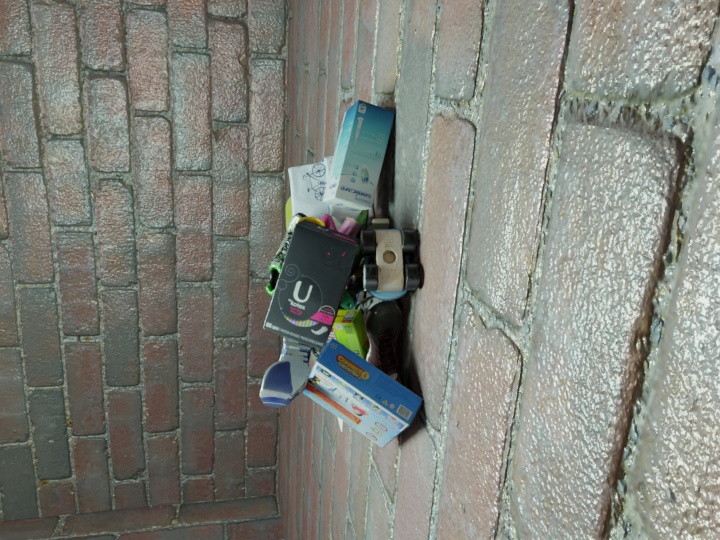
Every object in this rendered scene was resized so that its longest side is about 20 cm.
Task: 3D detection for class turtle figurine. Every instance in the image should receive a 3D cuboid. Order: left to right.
[{"bbox_3d":[0.000,0.000,1.307,0.150,0.100,0.201,-50,16,22],"label":"turtle figurine"}]

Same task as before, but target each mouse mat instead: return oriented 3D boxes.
[{"bbox_3d":[-0.027,-0.034,1.248,0.161,0.007,0.202,-53,18,40],"label":"mouse mat"}]

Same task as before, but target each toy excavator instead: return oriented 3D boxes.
[{"bbox_3d":[0.043,-0.030,1.151,0.200,0.098,0.198,104,164,-73],"label":"toy excavator"}]

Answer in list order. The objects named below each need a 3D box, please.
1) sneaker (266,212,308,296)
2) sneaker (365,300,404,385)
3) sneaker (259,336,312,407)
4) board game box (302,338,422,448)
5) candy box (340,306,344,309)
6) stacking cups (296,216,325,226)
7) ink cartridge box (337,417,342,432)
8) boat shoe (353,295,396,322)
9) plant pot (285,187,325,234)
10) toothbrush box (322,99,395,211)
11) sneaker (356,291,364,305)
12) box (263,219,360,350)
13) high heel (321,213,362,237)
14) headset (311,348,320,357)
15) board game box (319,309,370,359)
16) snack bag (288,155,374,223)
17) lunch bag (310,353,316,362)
[{"bbox_3d":[-0.153,-0.029,1.336,0.077,0.085,0.203,20,101,29],"label":"sneaker"},{"bbox_3d":[0.058,0.160,1.145,0.116,0.074,0.202,-112,14,-45],"label":"sneaker"},{"bbox_3d":[-0.139,0.217,1.196,0.200,0.079,0.117,-72,-7,-60],"label":"sneaker"},{"bbox_3d":[-0.003,0.236,1.132,0.056,0.199,0.196,-54,-5,-29],"label":"board game box"},{"bbox_3d":[-0.034,0.114,1.327,0.201,0.026,0.102,55,-166,-17],"label":"candy box"},{"bbox_3d":[-0.112,-0.017,1.299,0.061,0.059,0.202,-107,20,-50],"label":"stacking cups"},{"bbox_3d":[-0.016,0.272,1.442,0.117,0.066,0.203,-115,28,-61],"label":"ink cartridge box"},{"bbox_3d":[0.026,0.090,1.260,0.200,0.064,0.075,133,135,-71],"label":"boat shoe"},{"bbox_3d":[-0.100,-0.064,1.461,0.188,0.184,0.202,109,167,-54],"label":"plant pot"},{"bbox_3d":[-0.007,-0.232,1.256,0.146,0.084,0.203,-170,95,-76],"label":"toothbrush box"},{"bbox_3d":[-0.036,0.054,1.467,0.079,0.088,0.203,125,147,-67],"label":"sneaker"},{"bbox_3d":[-0.087,0.023,1.108,0.106,0.121,0.203,-71,-1,-82],"label":"box"},{"bbox_3d":[-0.061,-0.062,1.276,0.097,0.067,0.199,-57,26,-9],"label":"high heel"},{"bbox_3d":[-0.083,0.166,1.390,0.124,0.093,0.203,126,134,-55],"label":"headset"},{"bbox_3d":[-0.028,0.179,1.272,0.048,0.100,0.202,-57,-42,-52],"label":"board game box"},{"bbox_3d":[-0.073,-0.185,1.412,0.021,0.197,0.191,73,-170,-67],"label":"snack bag"},{"bbox_3d":[-0.080,0.162,1.608,0.200,0.116,0.167,-133,45,-77],"label":"lunch bag"}]
